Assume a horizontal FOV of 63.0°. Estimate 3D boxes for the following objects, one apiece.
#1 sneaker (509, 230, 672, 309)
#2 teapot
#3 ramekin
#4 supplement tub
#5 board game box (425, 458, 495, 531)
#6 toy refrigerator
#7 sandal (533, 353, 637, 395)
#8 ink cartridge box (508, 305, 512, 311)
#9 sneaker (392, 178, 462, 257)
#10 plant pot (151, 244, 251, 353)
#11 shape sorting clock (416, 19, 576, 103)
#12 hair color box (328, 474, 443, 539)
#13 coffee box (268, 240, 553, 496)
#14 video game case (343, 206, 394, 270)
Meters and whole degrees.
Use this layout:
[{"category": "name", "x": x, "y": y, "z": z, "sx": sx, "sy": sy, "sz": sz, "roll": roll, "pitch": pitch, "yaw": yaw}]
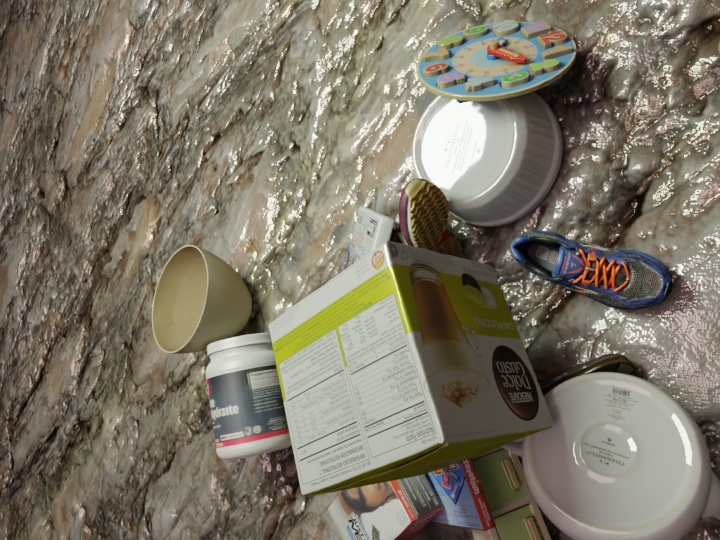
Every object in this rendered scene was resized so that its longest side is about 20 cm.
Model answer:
[{"category": "sneaker", "x": 0.266, "y": -0.001, "z": 0.708, "sx": 0.200, "sy": 0.078, "sz": 0.076, "roll": 17, "pitch": 99, "yaw": 39}, {"category": "teapot", "x": 0.277, "y": 0.218, "z": 0.652, "sx": 0.197, "sy": 0.146, "sz": 0.200, "roll": -31, "pitch": 50, "yaw": 6}, {"category": "ramekin", "x": 0.160, "y": -0.163, "z": 0.794, "sx": 0.202, "sy": 0.094, "sz": 0.203, "roll": -2, "pitch": 87, "yaw": 39}, {"category": "supplement tub", "x": -0.197, "y": 0.222, "z": 1.044, "sx": 0.140, "sy": 0.140, "sz": 0.201, "roll": -21, "pitch": 75, "yaw": 37}, {"category": "board game box", "x": 0.115, "y": 0.286, "z": 0.785, "sx": 0.200, "sy": 0.019, "sz": 0.103, "roll": 120, "pitch": 132, "yaw": -67}, {"category": "toy refrigerator", "x": 0.187, "y": 0.325, "z": 0.745, "sx": 0.070, "sy": 0.076, "sz": 0.201, "roll": 115, "pitch": 139, "yaw": -65}, {"category": "sandal", "x": 0.237, "y": 0.144, "z": 0.733, "sx": 0.200, "sy": 0.082, "sz": 0.055, "roll": -31, "pitch": 31, "yaw": 23}, {"category": "ink cartridge box", "x": 0.120, "y": 0.125, "z": 0.799, "sx": 0.042, "sy": 0.119, "sz": 0.201, "roll": -132, "pitch": 57, "yaw": -65}, {"category": "sneaker", "x": 0.074, "y": -0.064, "z": 0.801, "sx": 0.090, "sy": 0.200, "sz": 0.075, "roll": 35, "pitch": 77, "yaw": 32}, {"category": "plant pot", "x": -0.288, "y": 0.065, "z": 1.121, "sx": 0.200, "sy": 0.134, "sz": 0.201, "roll": -17, "pitch": 66, "yaw": 42}, {"category": "shape sorting clock", "x": 0.170, "y": -0.273, "z": 0.748, "sx": 0.200, "sy": 0.200, "sz": 0.039, "roll": 31, "pitch": 147, "yaw": 36}, {"category": "hair color box", "x": 0.030, "y": 0.348, "z": 0.860, "sx": 0.111, "sy": 0.064, "sz": 0.200, "roll": 58, "pitch": 138, "yaw": 32}, {"category": "coffee box", "x": 0.050, "y": 0.113, "z": 0.642, "sx": 0.200, "sy": 0.199, "sz": 0.198, "roll": -34, "pitch": 60, "yaw": 36}, {"category": "video game case", "x": 0.000, "y": 0.000, "z": 0.887, "sx": 0.200, "sy": 0.024, "sz": 0.183, "roll": -130, "pitch": 54, "yaw": -77}]
